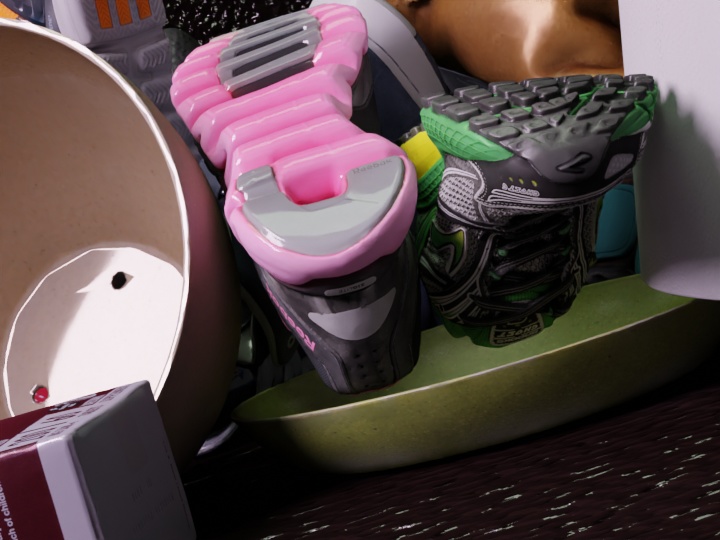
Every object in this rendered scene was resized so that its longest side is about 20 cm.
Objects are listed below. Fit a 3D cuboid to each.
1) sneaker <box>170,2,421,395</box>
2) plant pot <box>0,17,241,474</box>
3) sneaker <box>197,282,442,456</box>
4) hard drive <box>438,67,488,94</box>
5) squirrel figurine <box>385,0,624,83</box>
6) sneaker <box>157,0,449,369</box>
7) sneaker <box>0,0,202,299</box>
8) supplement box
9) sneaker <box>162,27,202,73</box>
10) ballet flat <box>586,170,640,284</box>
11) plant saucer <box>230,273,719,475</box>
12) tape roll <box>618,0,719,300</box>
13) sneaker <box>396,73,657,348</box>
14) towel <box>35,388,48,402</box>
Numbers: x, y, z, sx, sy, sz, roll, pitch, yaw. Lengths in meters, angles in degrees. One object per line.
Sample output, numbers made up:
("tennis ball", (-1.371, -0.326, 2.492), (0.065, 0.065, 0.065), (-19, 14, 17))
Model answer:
("sneaker", (-0.016, -0.026, 1.014), (0.079, 0.095, 0.200), (-19, 32, 3))
("plant pot", (-0.123, 0.021, 1.035), (0.200, 0.201, 0.134), (-15, -18, 21))
("sneaker", (-0.029, 0.031, 1.228), (0.200, 0.070, 0.109), (-9, 12, 0))
("hard drive", (0.118, -0.066, 1.324), (0.139, 0.033, 0.200), (19, -7, 16))
("squirrel figurine", (0.090, -0.163, 1.154), (0.200, 0.187, 0.142), (21, 5, 14))
("sneaker", (-0.001, -0.001, 1.155), (0.077, 0.202, 0.146), (15, 63, 44))
("sneaker", (-0.126, -0.044, 1.163), (0.112, 0.200, 0.078), (-7, 4, 35))
("supplement box", (-0.163, 0.095, 0.892), (0.200, 0.061, 0.109), (-16, 4, 10))
("sneaker", (-0.005, -0.062, 1.304), (0.116, 0.200, 0.076), (-42, 4, 26))
("ballet flat", (0.146, -0.017, 1.244), (0.064, 0.067, 0.200), (14, 0, -13))
("plant saucer", (0.051, 0.039, 1.035), (0.200, 0.031, 0.200), (-16, 4, 1))
("tape roll", (0.191, -0.070, 0.967), (0.202, 0.139, 0.203), (-5, 7, 1))
("sneaker", (0.060, -0.020, 0.959), (0.078, 0.085, 0.200), (-7, -6, -5))
("towel", (-0.154, 0.011, 1.331), (0.022, 0.145, 0.200), (-58, -12, 29))
